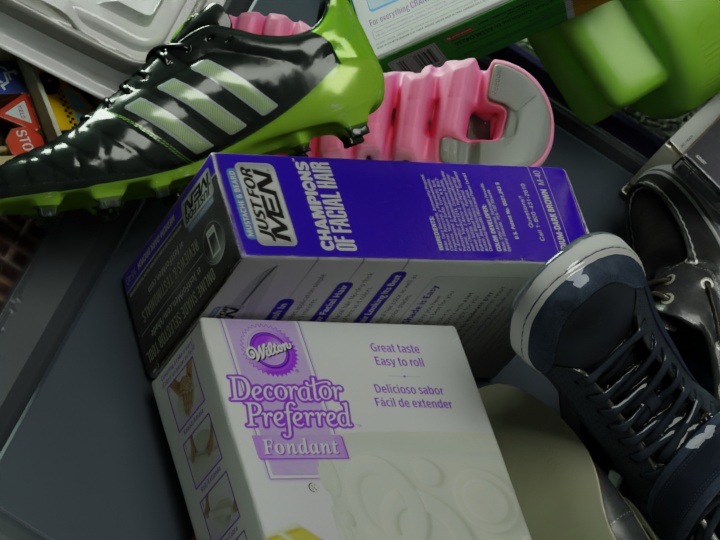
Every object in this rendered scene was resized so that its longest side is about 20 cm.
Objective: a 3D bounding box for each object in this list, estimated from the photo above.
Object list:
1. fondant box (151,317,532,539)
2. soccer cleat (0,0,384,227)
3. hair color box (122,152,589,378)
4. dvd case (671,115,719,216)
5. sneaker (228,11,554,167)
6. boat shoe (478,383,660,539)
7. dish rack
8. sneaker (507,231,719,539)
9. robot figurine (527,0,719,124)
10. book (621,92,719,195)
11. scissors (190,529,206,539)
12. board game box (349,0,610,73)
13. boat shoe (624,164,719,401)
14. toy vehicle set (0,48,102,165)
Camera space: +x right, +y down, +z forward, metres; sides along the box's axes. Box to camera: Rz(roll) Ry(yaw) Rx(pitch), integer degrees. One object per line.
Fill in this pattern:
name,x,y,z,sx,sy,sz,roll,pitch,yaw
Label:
fondant box,0.001,0.120,1.342,0.144,0.058,0.200,3,52,-32
soccer cleat,-0.087,-0.076,1.384,0.199,0.068,0.081,-18,85,-12
hair color box,0.000,0.000,1.408,0.199,0.109,0.065,0,57,-32
dvd case,0.257,-0.041,1.596,0.149,0.016,0.200,44,32,3
sneaker,-0.002,-0.074,1.492,0.199,0.095,0.079,13,79,3
boat shoe,0.112,0.139,1.408,0.200,0.071,0.063,51,8,28
dish rack,-0.137,-0.184,1.457,0.171,0.044,0.200,28,48,-5
sneaker,0.149,0.071,1.379,0.077,0.202,0.146,-42,60,-4
robot figurine,0.189,-0.162,1.616,0.200,0.175,0.116,-33,90,-18
book,0.256,-0.016,1.625,0.200,0.048,0.134,45,43,4
scissors,0.002,0.169,1.354,0.199,0.014,0.073,19,47,-21
board game box,0.054,-0.212,1.577,0.040,0.153,0.201,45,26,-58
boat shoe,0.168,0.035,1.521,0.066,0.070,0.201,0,66,-34
toy vehicle set,-0.170,-0.129,1.454,0.124,0.027,0.200,-6,61,-34
